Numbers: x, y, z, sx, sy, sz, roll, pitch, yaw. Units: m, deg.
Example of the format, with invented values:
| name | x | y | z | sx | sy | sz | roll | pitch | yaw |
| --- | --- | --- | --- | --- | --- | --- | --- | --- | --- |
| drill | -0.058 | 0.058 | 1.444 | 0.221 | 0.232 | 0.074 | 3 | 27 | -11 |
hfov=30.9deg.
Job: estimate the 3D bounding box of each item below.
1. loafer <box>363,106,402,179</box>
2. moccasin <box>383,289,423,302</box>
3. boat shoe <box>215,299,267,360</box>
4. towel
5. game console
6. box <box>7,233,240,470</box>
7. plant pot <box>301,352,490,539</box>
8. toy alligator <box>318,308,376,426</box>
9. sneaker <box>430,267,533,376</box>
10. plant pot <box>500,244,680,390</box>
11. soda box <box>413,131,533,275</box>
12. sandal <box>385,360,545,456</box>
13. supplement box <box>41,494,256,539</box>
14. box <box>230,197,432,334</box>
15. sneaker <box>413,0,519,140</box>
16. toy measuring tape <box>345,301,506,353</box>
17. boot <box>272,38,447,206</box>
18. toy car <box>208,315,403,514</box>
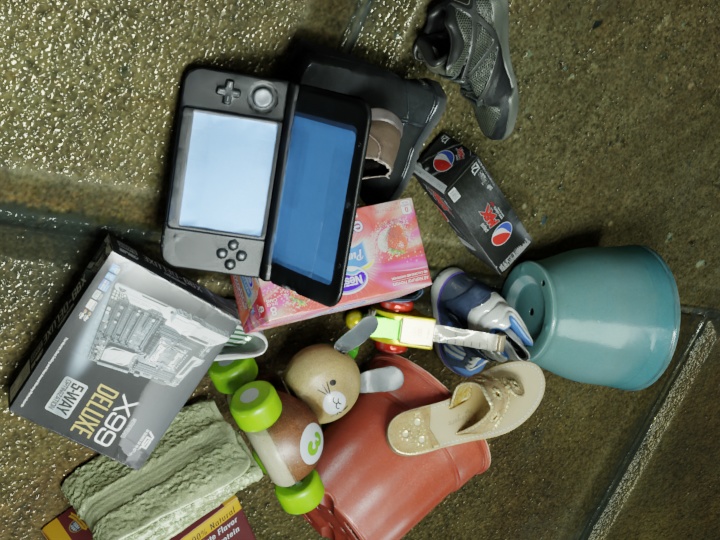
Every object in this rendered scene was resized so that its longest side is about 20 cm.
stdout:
| name | x | y | z | sx | sy | sz | roll | pitch | yaw |
| --- | --- | --- | --- | --- | --- | --- | --- | --- | --- |
| loafer | -0.051 | -0.108 | 1.333 | 0.198 | 0.072 | 0.073 | -18 | 144 | 20 |
| moccasin | 0.000 | 0.000 | 1.524 | 0.198 | 0.068 | 0.081 | 0 | 120 | -42 |
| boat shoe | -0.185 | 0.063 | 1.401 | 0.198 | 0.067 | 0.074 | -3 | 121 | -39 |
| towel | -0.220 | 0.228 | 1.436 | 0.199 | 0.148 | 0.037 | -29 | 134 | -18 |
| game console | -0.096 | -0.083 | 1.258 | 0.174 | 0.116 | 0.203 | 8 | 100 | -12 |
| box | -0.242 | 0.087 | 1.330 | 0.157 | 0.050 | 0.201 | 31 | 101 | -26 |
| plant pot | 0.023 | 0.241 | 1.602 | 0.195 | 0.200 | 0.202 | -43 | 140 | -23 |
| toy alligator | -0.040 | 0.114 | 1.576 | 0.054 | 0.060 | 0.201 | 22 | 123 | -4 |
| sneaker | 0.164 | 0.099 | 1.689 | 0.080 | 0.146 | 0.201 | -34 | 137 | -17 |
| plant pot | 0.295 | 0.060 | 1.761 | 0.186 | 0.200 | 0.202 | 4 | 118 | -26 |
| soda box | 0.138 | -0.079 | 1.588 | 0.063 | 0.071 | 0.200 | -47 | 140 | -5 |
| sandal | 0.132 | 0.162 | 1.511 | 0.210 | 0.078 | 0.070 | -20 | 172 | -13 |
| supplement box | -0.229 | 0.338 | 1.519 | 0.196 | 0.133 | 0.201 | -35 | 138 | -17 |
| box | -0.036 | -0.005 | 1.413 | 0.198 | 0.095 | 0.104 | -12 | 85 | -24 |
| sneaker | 0.116 | -0.223 | 1.461 | 0.114 | 0.076 | 0.201 | -30 | 133 | -20 |
| toy measuring tape | 0.078 | 0.071 | 1.608 | 0.197 | 0.074 | 0.074 | 8 | 121 | -5 |
| boot | -0.020 | -0.150 | 1.394 | 0.199 | 0.066 | 0.166 | 5 | 119 | -43 |
| toy car | -0.046 | 0.144 | 1.486 | 0.199 | 0.158 | 0.165 | -30 | 124 | -9 |
